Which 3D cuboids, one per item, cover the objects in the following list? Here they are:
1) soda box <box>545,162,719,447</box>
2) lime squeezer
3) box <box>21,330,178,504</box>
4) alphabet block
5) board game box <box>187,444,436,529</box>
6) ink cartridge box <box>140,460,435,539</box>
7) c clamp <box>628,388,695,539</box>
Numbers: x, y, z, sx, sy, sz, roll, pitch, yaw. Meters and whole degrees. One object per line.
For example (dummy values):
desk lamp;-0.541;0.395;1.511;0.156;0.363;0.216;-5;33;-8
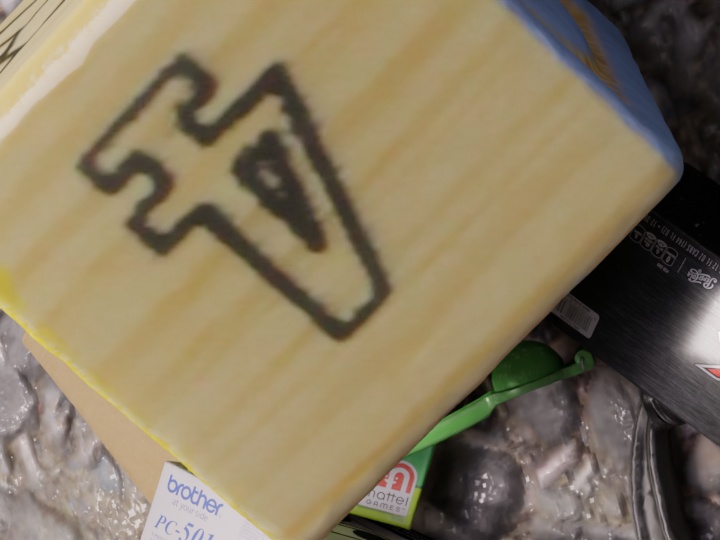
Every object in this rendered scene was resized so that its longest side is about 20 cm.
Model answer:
soda box;0.166;0.040;0.946;0.200;0.071;0.064;38;116;26
lime squeezer;0.067;0.022;1.057;0.200;0.070;0.038;-57;15;9
box;-0.070;0.011;1.206;0.164;0.021;0.200;48;121;27
alphabet block;-0.026;-0.056;0.951;0.196;0.195;0.200;42;104;-13
board game box;0.000;0.000;1.096;0.101;0.048;0.201;15;107;-3
ink cartridge box;0.009;0.137;1.099;0.199;0.094;0.044;23;97;36
c clamp;0.180;0.058;1.001;0.199;0.027;0.172;-23;83;37
